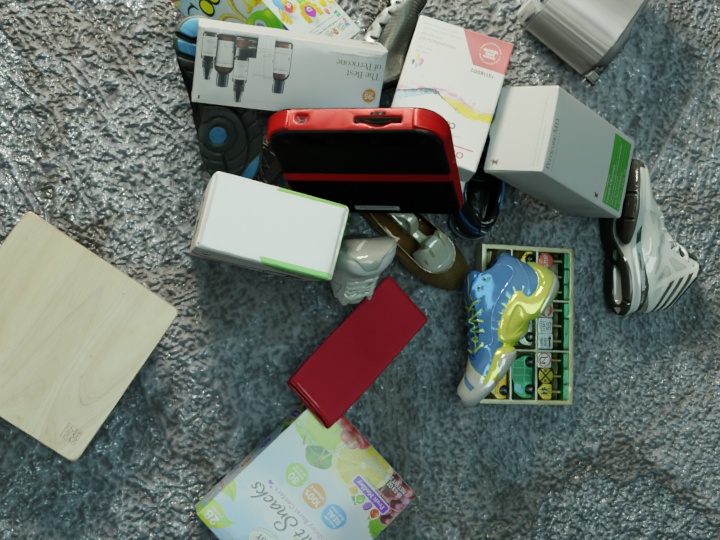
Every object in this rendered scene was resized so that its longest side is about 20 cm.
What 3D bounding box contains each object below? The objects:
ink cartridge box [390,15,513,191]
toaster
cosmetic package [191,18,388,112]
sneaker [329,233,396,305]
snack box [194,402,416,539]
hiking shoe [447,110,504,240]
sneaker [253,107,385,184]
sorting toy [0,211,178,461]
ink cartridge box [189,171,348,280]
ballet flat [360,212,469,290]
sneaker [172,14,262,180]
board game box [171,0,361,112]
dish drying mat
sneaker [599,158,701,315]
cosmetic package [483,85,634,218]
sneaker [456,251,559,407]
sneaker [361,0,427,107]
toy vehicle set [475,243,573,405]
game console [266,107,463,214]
[{"bbox_3d":[0.092,-0.178,1.120,0.116,0.067,0.200,17,84,-1],"label":"ink cartridge box"},{"bbox_3d":[0.290,-0.343,1.223,0.129,0.114,0.200,35,82,-4],"label":"toaster"},{"bbox_3d":[-0.076,-0.212,1.029,0.200,0.051,0.083,4,114,-12],"label":"cosmetic package"},{"bbox_3d":[0.000,0.000,1.093,0.070,0.200,0.080,-4,93,-8],"label":"sneaker"},{"bbox_3d":[-0.064,0.270,1.127,0.200,0.068,0.169,-44,95,-11],"label":"snack box"},{"bbox_3d":[0.154,-0.138,1.190,0.074,0.087,0.200,1,86,-12],"label":"hiking shoe"},{"bbox_3d":[-0.069,-0.153,1.146,0.200,0.104,0.060,-31,84,27],"label":"sneaker"},{"bbox_3d":[-0.343,0.073,1.077,0.199,0.070,0.200,35,80,-8],"label":"sorting toy"},{"bbox_3d":[-0.108,-0.043,1.070,0.145,0.200,0.084,14,86,-11],"label":"ink cartridge box"},{"bbox_3d":[0.062,-0.050,1.172,0.068,0.072,0.200,-45,96,-11],"label":"ballet flat"},{"bbox_3d":[-0.159,-0.193,1.093,0.073,0.082,0.200,-13,111,-6],"label":"sneaker"},{"bbox_3d":[-0.118,-0.305,1.115,0.200,0.103,0.105,47,44,-6],"label":"board game box"},{"bbox_3d":[-0.001,0.094,1.142,0.077,0.018,0.200,48,56,-4],"label":"dish drying mat"},{"bbox_3d":[0.379,-0.044,1.252,0.115,0.076,0.201,-1,95,-21],"label":"sneaker"},{"bbox_3d":[0.243,-0.139,1.164,0.200,0.085,0.108,17,83,-48],"label":"cosmetic package"},{"bbox_3d":[0.151,0.064,1.165,0.105,0.076,0.200,35,73,4],"label":"sneaker"},{"bbox_3d":[0.042,-0.272,1.188,0.090,0.066,0.200,37,84,-11],"label":"sneaker"},{"bbox_3d":[0.207,0.069,1.220,0.124,0.027,0.200,2,86,-12],"label":"toy vehicle set"},{"bbox_3d":[0.007,-0.117,1.063,0.200,0.177,0.031,2,64,14],"label":"game console"}]
